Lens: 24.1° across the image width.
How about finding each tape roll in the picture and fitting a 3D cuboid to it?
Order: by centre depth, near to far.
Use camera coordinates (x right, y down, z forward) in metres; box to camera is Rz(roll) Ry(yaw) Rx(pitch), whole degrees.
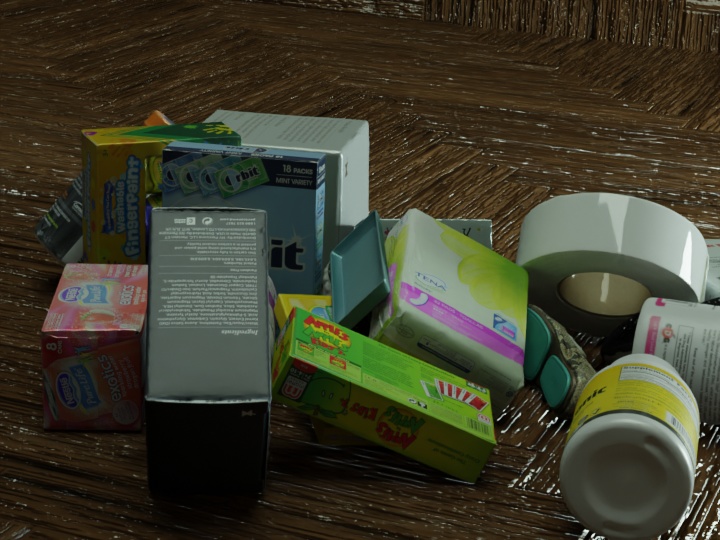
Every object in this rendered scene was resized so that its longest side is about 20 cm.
[{"bbox_3d":[0.264,-0.003,1.778,0.201,0.203,0.071,10,63,5],"label":"tape roll"}]

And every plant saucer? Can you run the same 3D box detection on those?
[{"bbox_3d":[0.000,0.000,1.667,0.019,0.070,0.200,43,14,-17],"label":"plant saucer"}]

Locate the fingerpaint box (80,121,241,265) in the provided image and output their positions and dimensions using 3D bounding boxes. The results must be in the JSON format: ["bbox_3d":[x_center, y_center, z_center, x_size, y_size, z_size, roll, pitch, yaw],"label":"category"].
[{"bbox_3d":[-0.219,-0.054,1.851,0.165,0.202,0.073,-5,19,-23],"label":"fingerpaint box"}]

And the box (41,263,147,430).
[{"bbox_3d":[-0.250,0.070,1.627,0.094,0.104,0.200,1,19,-3],"label":"box"}]

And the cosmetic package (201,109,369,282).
[{"bbox_3d":[-0.102,-0.092,2.038,0.198,0.168,0.167,5,18,11],"label":"cosmetic package"}]

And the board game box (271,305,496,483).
[{"bbox_3d":[0.020,0.109,1.495,0.199,0.048,0.102,24,21,-10],"label":"board game box"}]

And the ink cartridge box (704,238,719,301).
[{"bbox_3d":[0.423,0.033,1.854,0.145,0.084,0.200,-4,20,-17],"label":"ink cartridge box"}]

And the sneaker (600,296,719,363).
[{"bbox_3d":[0.337,0.085,1.724,0.199,0.083,0.072,-14,22,42],"label":"sneaker"}]

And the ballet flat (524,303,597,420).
[{"bbox_3d":[0.202,0.098,1.681,0.075,0.068,0.200,19,17,-20],"label":"ballet flat"}]

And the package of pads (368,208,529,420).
[{"bbox_3d":[0.086,0.038,1.663,0.154,0.068,0.201,29,31,-11],"label":"package of pads"}]

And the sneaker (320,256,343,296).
[{"bbox_3d":[-0.018,0.072,1.720,0.073,0.080,0.201,19,33,-8],"label":"sneaker"}]

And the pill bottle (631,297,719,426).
[{"bbox_3d":[0.363,0.095,1.609,0.198,0.114,0.113,8,19,17],"label":"pill bottle"}]

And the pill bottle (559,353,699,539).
[{"bbox_3d":[0.236,0.143,1.449,0.110,0.112,0.200,6,18,12],"label":"pill bottle"}]

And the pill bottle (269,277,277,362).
[{"bbox_3d":[-0.138,0.062,1.651,0.111,0.113,0.200,2,18,-1],"label":"pill bottle"}]

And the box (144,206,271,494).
[{"bbox_3d":[-0.130,0.068,1.438,0.103,0.149,0.201,1,51,-6],"label":"box"}]

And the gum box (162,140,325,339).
[{"bbox_3d":[-0.125,-0.029,1.786,0.168,0.202,0.045,5,18,11],"label":"gum box"}]

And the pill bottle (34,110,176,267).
[{"bbox_3d":[-0.271,-0.086,1.923,0.106,0.200,0.106,41,4,-3],"label":"pill bottle"}]

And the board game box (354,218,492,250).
[{"bbox_3d":[0.069,-0.024,1.925,0.146,0.065,0.200,1,0,-3],"label":"board game box"}]

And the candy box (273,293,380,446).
[{"bbox_3d":[-0.013,0.093,1.598,0.101,0.027,0.201,1,36,-20],"label":"candy box"}]
